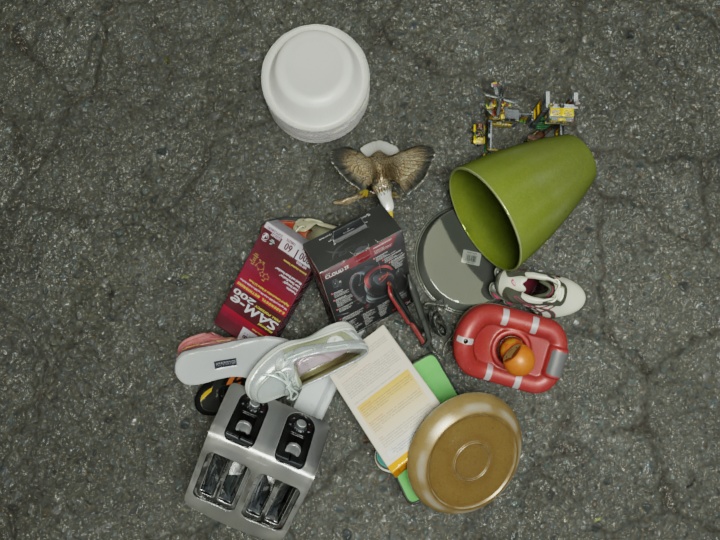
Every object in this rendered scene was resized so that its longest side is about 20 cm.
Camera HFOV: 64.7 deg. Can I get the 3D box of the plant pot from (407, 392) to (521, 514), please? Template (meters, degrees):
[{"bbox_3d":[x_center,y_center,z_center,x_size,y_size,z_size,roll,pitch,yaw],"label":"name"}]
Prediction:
[{"bbox_3d":[0.166,0.287,0.869,0.195,0.027,0.205,-4,103,-16],"label":"plant pot"}]

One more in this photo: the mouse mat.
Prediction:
[{"bbox_3d":[0.103,0.256,0.942,0.159,0.008,0.202,-28,62,-2],"label":"mouse mat"}]

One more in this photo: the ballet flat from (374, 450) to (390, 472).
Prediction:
[{"bbox_3d":[0.121,0.292,0.962,0.197,0.069,0.071,-25,83,-1],"label":"ballet flat"}]

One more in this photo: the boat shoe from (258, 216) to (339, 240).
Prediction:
[{"bbox_3d":[-0.087,-0.056,1.007,0.195,0.063,0.073,11,84,2],"label":"boat shoe"}]

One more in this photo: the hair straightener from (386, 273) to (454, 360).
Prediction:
[{"bbox_3d":[0.114,0.081,0.949,0.076,0.041,0.202,-21,126,13],"label":"hair straightener"}]

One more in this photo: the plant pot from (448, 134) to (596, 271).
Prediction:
[{"bbox_3d":[0.277,-0.133,0.927,0.198,0.187,0.189,-32,84,-9],"label":"plant pot"}]

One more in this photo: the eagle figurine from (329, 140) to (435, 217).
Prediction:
[{"bbox_3d":[0.035,-0.161,0.950,0.151,0.200,0.152,43,81,7],"label":"eagle figurine"}]

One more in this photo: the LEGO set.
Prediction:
[{"bbox_3d":[0.302,-0.244,1.007,0.195,0.116,0.157,10,82,1],"label":"LEGO set"}]

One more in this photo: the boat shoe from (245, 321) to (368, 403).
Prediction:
[{"bbox_3d":[-0.083,0.148,0.885,0.199,0.065,0.076,-23,127,-22],"label":"boat shoe"}]

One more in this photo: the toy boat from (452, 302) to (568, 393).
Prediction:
[{"bbox_3d":[0.251,0.135,0.942,0.196,0.131,0.133,15,98,1],"label":"toy boat"}]

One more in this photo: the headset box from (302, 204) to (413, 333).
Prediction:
[{"bbox_3d":[0.000,0.000,0.922,0.147,0.202,0.075,-28,49,-10],"label":"headset box"}]

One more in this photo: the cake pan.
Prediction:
[{"bbox_3d":[0.194,-0.023,1.018,0.195,0.037,0.205,0,83,-1],"label":"cake pan"}]

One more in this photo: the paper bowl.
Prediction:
[{"bbox_3d":[-0.081,-0.343,1.025,0.196,0.104,0.206,0,84,-1],"label":"paper bowl"}]

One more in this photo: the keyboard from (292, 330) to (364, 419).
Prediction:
[{"bbox_3d":[-0.060,0.182,1.003,0.055,0.011,0.203,25,83,8],"label":"keyboard"}]

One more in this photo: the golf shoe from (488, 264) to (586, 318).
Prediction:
[{"bbox_3d":[0.317,0.042,0.970,0.196,0.088,0.079,10,89,-21],"label":"golf shoe"}]

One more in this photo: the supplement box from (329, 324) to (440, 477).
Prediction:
[{"bbox_3d":[0.047,0.211,0.929,0.125,0.074,0.201,-34,65,-6],"label":"supplement box"}]

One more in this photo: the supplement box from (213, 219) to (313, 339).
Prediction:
[{"bbox_3d":[-0.154,0.029,0.967,0.108,0.061,0.202,31,102,4],"label":"supplement box"}]

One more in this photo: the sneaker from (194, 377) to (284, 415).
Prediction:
[{"bbox_3d":[-0.191,0.196,0.957,0.196,0.090,0.072,-14,83,-3],"label":"sneaker"}]

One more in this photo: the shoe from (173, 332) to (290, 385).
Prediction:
[{"bbox_3d":[-0.201,0.134,0.927,0.196,0.091,0.073,-5,105,-16],"label":"shoe"}]

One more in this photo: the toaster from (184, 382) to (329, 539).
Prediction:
[{"bbox_3d":[-0.168,0.307,0.899,0.178,0.119,0.202,25,117,-3],"label":"toaster"}]
